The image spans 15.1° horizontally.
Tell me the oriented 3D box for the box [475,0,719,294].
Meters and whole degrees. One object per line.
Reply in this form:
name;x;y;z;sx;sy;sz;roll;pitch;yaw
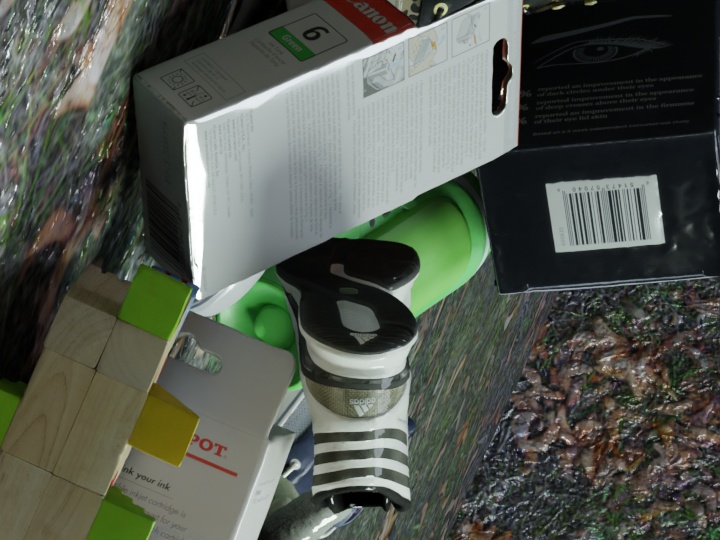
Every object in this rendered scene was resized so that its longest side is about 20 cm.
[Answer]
box;0.154;-0.086;1.668;0.200;0.147;0.105;-77;159;-56

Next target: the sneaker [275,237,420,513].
sneaker;-0.009;0.056;1.369;0.201;0.075;0.116;-92;-175;-73

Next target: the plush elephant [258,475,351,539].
plush elephant;-0.072;0.163;1.509;0.154;0.165;0.200;-10;151;-32

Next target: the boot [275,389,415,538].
boot;-0.053;0.152;1.740;0.200;0.090;0.073;-55;173;7

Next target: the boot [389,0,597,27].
boot;0.072;-0.146;1.584;0.074;0.153;0.205;-128;-144;-63

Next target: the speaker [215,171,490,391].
speaker;0.000;0.000;1.624;0.200;0.088;0.089;-33;147;-48

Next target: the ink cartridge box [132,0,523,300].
ink cartridge box;-0.013;-0.076;1.319;0.199;0.050;0.109;-26;137;-27

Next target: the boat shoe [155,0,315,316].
boat shoe;-0.067;-0.066;1.375;0.065;0.073;0.201;1;119;-48

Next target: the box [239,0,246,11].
box;-0.025;-0.159;1.457;0.137;0.038;0.201;-46;156;-68

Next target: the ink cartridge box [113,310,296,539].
ink cartridge box;-0.108;0.115;1.345;0.067;0.116;0.201;4;108;-80

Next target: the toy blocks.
toy blocks;-0.131;0.076;1.244;0.137;0.099;0.201;-77;-169;-79
